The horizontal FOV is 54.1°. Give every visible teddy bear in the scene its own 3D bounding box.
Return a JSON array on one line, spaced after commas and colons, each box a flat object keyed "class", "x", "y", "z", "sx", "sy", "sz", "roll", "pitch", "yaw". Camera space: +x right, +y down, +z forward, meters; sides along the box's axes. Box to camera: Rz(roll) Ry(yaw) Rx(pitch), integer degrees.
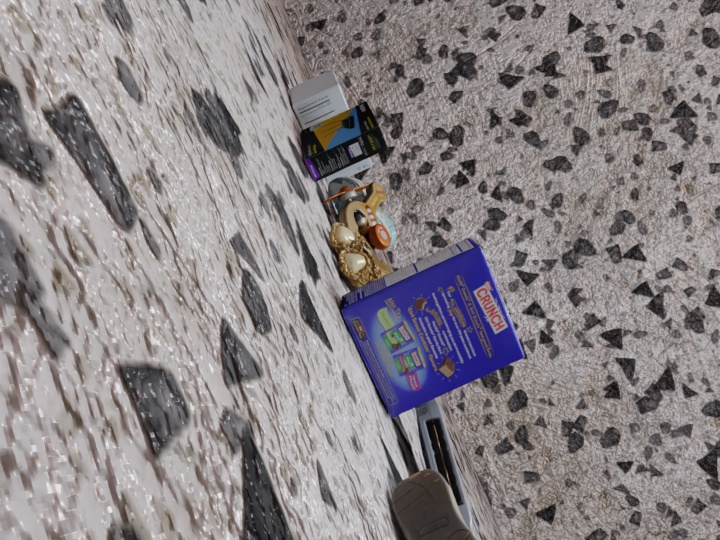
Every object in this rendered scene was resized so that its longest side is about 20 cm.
[{"class": "teddy bear", "x": 0.000, "y": 0.000, "z": 1.144, "sx": 0.146, "sy": 0.066, "sz": 0.200, "roll": 59, "pitch": 9, "yaw": 14}]

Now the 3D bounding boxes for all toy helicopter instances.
[{"class": "toy helicopter", "x": 0.003, "y": -0.114, "z": 1.310, "sx": 0.133, "sy": 0.078, "sz": 0.201, "roll": 50, "pitch": 33, "yaw": -17}]

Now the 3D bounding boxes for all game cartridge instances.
[{"class": "game cartridge", "x": 0.113, "y": 0.286, "z": 0.945, "sx": 0.134, "sy": 0.041, "sz": 0.202, "roll": 74, "pitch": 3, "yaw": -47}]

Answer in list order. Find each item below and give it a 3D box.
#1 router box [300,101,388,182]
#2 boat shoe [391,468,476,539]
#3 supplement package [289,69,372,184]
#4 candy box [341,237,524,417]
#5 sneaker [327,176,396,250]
[{"class": "router box", "x": -0.035, "y": -0.245, "z": 1.321, "sx": 0.201, "sy": 0.147, "sz": 0.052, "roll": -105, "pitch": 170, "yaw": -64}, {"class": "boat shoe", "x": 0.082, "y": 0.270, "z": 0.632, "sx": 0.201, "sy": 0.075, "sz": 0.072, "roll": -102, "pitch": 169, "yaw": -61}, {"class": "supplement package", "x": -0.065, "y": -0.312, "z": 1.538, "sx": 0.114, "sy": 0.108, "sz": 0.202, "roll": -106, "pitch": 172, "yaw": -57}, {"class": "candy box", "x": 0.096, "y": 0.075, "z": 0.944, "sx": 0.077, "sy": 0.198, "sz": 0.171, "roll": -97, "pitch": 163, "yaw": -74}, {"class": "sneaker", "x": -0.013, "y": -0.118, "z": 1.403, "sx": 0.200, "sy": 0.086, "sz": 0.078, "roll": 49, "pitch": -48, "yaw": 30}]
